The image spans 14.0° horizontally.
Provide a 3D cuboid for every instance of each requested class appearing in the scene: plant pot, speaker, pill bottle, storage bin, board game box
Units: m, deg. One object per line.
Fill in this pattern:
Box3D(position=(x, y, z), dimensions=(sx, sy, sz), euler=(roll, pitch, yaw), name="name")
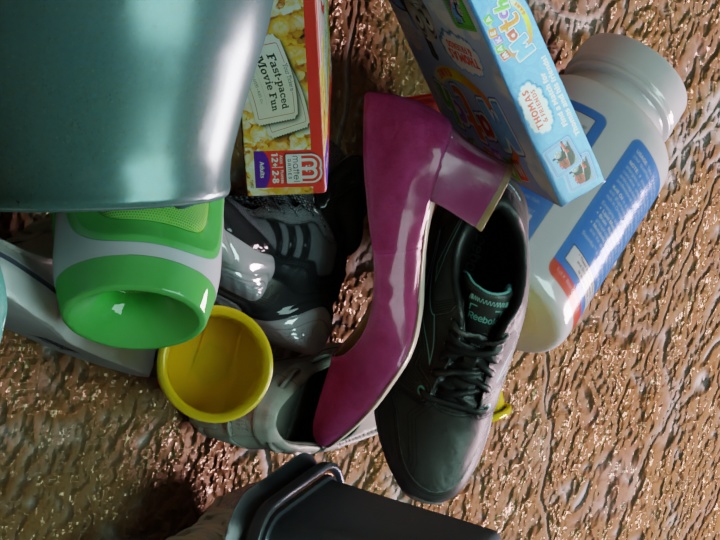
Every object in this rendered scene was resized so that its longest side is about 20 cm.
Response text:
Box3D(position=(-0.127, -0.124, 1.350), dimensions=(0.200, 0.199, 0.190), euler=(-9, 99, -55), name="plant pot")
Box3D(position=(-0.110, -0.066, 1.483), dimensions=(0.088, 0.088, 0.201), euler=(45, 40, -55), name="speaker")
Box3D(position=(0.132, -0.055, 1.898), dimensions=(0.200, 0.112, 0.113), euler=(-54, 143, -26), name="pill bottle")
Box3D(position=(0.001, 0.223, 1.677), dimensions=(0.145, 0.133, 0.202), euler=(-29, 124, -61), name="storage bin")
Box3D(position=(-0.044, -0.164, 1.570), dimensions=(0.152, 0.046, 0.201), euler=(-89, 177, -61), name="board game box")
Box3D(position=(0.058, -0.143, 1.659), dimensions=(0.036, 0.151, 0.201), euler=(-32, 113, -11), name="board game box")

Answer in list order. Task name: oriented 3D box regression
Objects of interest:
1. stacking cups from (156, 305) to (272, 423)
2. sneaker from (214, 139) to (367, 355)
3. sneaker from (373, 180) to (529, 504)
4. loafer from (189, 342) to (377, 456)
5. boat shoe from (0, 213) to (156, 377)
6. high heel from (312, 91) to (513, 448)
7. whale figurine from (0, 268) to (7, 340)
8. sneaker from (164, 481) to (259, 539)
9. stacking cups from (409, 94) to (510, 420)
Box3D(position=(-0.080, 0.055, 1.578), dimensions=(0.200, 0.060, 0.061), euler=(130, -20, -84), name="stacking cups")
Box3D(position=(-0.055, -0.035, 1.659), dimensions=(0.114, 0.075, 0.200), euler=(-66, 153, -13), name="sneaker")
Box3D(position=(0.056, 0.040, 1.723), dimensions=(0.079, 0.075, 0.202), euler=(-156, -103, -81), name="sneaker")
Box3D(position=(-0.024, 0.082, 1.759), dimensions=(0.200, 0.069, 0.070), euler=(-4, 107, -57), name="loafer")
Box3D(position=(-0.156, 0.003, 1.521), dimensions=(0.200, 0.072, 0.066), euler=(31, 74, -58), name="boat shoe")
Box3D(position=(0.000, 0.000, 1.667), dimensions=(0.201, 0.096, 0.067), euler=(-59, -172, 15), name="high heel")
Box3D(position=(-0.221, 0.054, 1.387), dimensions=(0.159, 0.103, 0.201), euler=(-87, -179, -64), name="whale figurine")
Box3D(position=(-0.090, 0.167, 1.709), dimensions=(0.200, 0.074, 0.100), euler=(25, 75, -66), name="sneaker")
Box3D(position=(0.052, -0.007, 1.788), dimensions=(0.060, 0.060, 0.202), euler=(-18, 104, -53), name="stacking cups")
